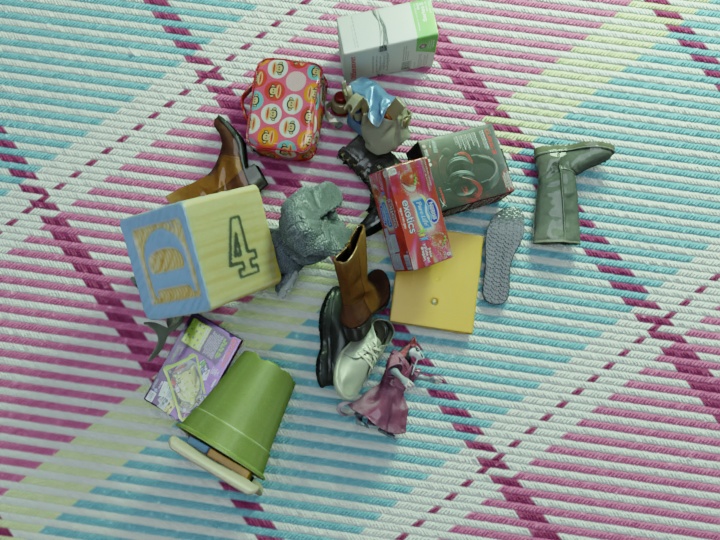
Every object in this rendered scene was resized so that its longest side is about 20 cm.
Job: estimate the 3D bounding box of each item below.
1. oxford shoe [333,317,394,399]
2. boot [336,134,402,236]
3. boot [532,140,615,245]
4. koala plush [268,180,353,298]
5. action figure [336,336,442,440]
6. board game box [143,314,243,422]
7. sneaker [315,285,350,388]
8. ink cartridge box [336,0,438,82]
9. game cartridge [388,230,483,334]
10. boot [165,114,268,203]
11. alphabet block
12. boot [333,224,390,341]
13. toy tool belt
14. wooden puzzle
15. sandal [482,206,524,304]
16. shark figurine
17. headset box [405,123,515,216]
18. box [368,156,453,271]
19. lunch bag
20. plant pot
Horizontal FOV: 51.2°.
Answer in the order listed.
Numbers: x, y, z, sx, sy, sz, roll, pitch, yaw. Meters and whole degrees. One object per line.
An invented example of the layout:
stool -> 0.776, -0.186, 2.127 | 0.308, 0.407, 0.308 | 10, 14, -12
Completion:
oxford shoe -> 0.008, 0.163, 1.456 | 0.076, 0.057, 0.201 | 51, 48, -19
boot -> 0.016, -0.187, 1.553 | 0.174, 0.069, 0.200 | 41, 77, 8
boot -> 0.436, -0.155, 1.535 | 0.178, 0.073, 0.205 | -5, 75, 14
koala plush -> -0.128, -0.056, 1.489 | 0.199, 0.182, 0.180 | -33, 77, 33
action figure -> 0.066, 0.223, 1.489 | 0.147, 0.134, 0.203 | 14, 78, 34
board game box -> -0.337, 0.200, 1.519 | 0.119, 0.032, 0.202 | 29, 84, 9
sneaker -> -0.042, 0.134, 1.510 | 0.089, 0.076, 0.205 | 3, 89, -8
ink cartridge box -> 0.053, -0.470, 1.546 | 0.196, 0.146, 0.086 | -12, 82, -1
game cartridge -> 0.156, 0.018, 1.538 | 0.172, 0.032, 0.204 | 9, 80, 2
boot -> -0.317, -0.200, 1.569 | 0.198, 0.068, 0.190 | -31, 90, 4
alphabet block -> -0.297, -0.035, 1.414 | 0.192, 0.199, 0.201 | -8, 99, 36
boot -> 0.000, 0.000, 1.429 | 0.067, 0.203, 0.189 | 13, 42, 26
toy tool belt -> 0.016, -0.337, 1.514 | 0.199, 0.124, 0.124 | 38, 61, 25
wooden puzzle -> -0.263, 0.363, 1.409 | 0.183, 0.200, 0.038 | 30, 75, 5
sandal -> 0.286, -0.032, 1.540 | 0.075, 0.043, 0.204 | 14, 92, 10
shark figurine -> -0.385, 0.093, 1.500 | 0.126, 0.215, 0.091 | 2, 123, -27
headset box -> 0.210, -0.202, 1.520 | 0.196, 0.075, 0.152 | -15, 83, -20
box -> 0.097, -0.107, 1.462 | 0.094, 0.099, 0.204 | -17, 94, -20
lunch bag -> -0.165, -0.336, 1.561 | 0.172, 0.082, 0.204 | 8, 83, 8
plant pot -> -0.222, 0.266, 1.444 | 0.198, 0.201, 0.192 | 28, 71, 5
